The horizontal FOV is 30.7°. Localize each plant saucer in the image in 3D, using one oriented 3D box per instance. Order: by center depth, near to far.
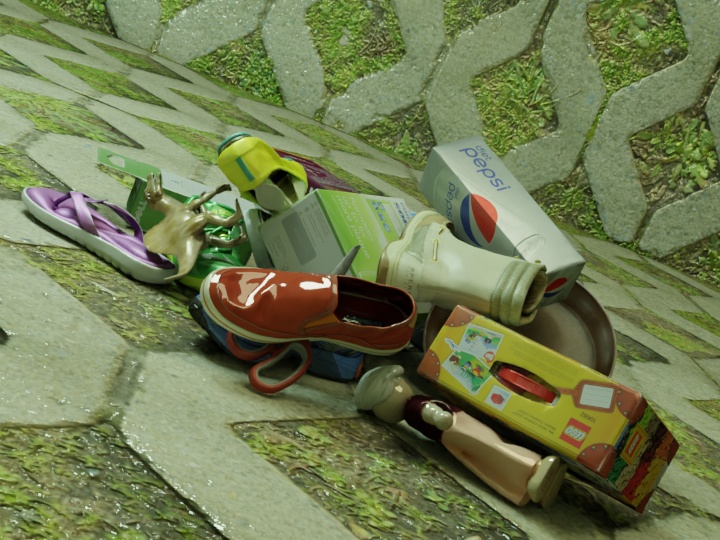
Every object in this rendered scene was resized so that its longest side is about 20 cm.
[{"bbox_3d":[0.165,0.082,1.369,0.200,0.200,0.035,27,-30,19],"label":"plant saucer"}]

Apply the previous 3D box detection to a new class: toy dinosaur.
[{"bbox_3d":[-0.165,-0.035,1.305,0.101,0.058,0.200,-17,36,-8],"label":"toy dinosaur"}]

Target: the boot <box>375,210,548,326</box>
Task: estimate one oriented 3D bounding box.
[{"bbox_3d":[0.111,-0.001,1.310,0.154,0.072,0.200,11,18,13],"label":"boot"}]

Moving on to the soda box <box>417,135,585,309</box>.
[{"bbox_3d":[0.146,-0.050,1.390,0.068,0.063,0.200,-16,56,-31],"label":"soda box"}]

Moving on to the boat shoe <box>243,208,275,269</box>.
[{"bbox_3d":[-0.081,-0.031,1.461,0.066,0.070,0.200,-16,-14,4],"label":"boat shoe"}]

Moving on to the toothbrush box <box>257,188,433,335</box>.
[{"bbox_3d":[0.000,0.000,1.397,0.200,0.086,0.146,4,59,-63],"label":"toothbrush box"}]

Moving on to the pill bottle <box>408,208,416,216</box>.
[{"bbox_3d":[0.086,0.003,1.651,0.112,0.112,0.200,12,17,-44],"label":"pill bottle"}]

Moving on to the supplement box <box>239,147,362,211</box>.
[{"bbox_3d":[-0.068,-0.071,1.680,0.086,0.110,0.200,13,15,-40],"label":"supplement box"}]

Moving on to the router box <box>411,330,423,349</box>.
[{"bbox_3d":[0.169,0.106,1.490,0.149,0.051,0.200,11,17,-40],"label":"router box"}]

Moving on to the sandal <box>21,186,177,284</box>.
[{"bbox_3d":[-0.261,-0.049,1.351,0.203,0.050,0.082,30,13,23],"label":"sandal"}]

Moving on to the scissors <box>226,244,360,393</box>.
[{"bbox_3d":[-0.041,0.043,1.193,0.073,0.014,0.200,45,47,12],"label":"scissors"}]

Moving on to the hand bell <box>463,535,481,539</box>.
[{"bbox_3d":[-0.040,0.181,0.730,0.200,0.104,0.104,10,11,2],"label":"hand bell"}]

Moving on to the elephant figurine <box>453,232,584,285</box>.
[{"bbox_3d":[0.197,0.018,1.490,0.200,0.142,0.155,40,56,10],"label":"elephant figurine"}]

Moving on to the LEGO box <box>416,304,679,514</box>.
[{"bbox_3d":[0.173,0.126,1.198,0.200,0.077,0.149,27,-9,35],"label":"LEGO box"}]

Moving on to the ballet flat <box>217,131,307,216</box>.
[{"bbox_3d":[-0.093,-0.086,1.362,0.067,0.067,0.200,55,6,16],"label":"ballet flat"}]

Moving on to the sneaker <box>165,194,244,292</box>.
[{"bbox_3d":[-0.159,-0.028,1.375,0.074,0.084,0.200,17,14,-32],"label":"sneaker"}]

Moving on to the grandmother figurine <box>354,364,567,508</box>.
[{"bbox_3d":[0.080,0.142,1.162,0.200,0.061,0.121,26,-16,26],"label":"grandmother figurine"}]

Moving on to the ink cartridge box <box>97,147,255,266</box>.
[{"bbox_3d":[-0.220,-0.075,1.530,0.200,0.059,0.104,20,12,-15],"label":"ink cartridge box"}]

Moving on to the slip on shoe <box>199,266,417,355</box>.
[{"bbox_3d":[-0.042,0.028,1.154,0.200,0.061,0.074,11,54,-17],"label":"slip on shoe"}]

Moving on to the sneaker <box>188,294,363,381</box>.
[{"bbox_3d":[-0.073,0.045,1.230,0.200,0.079,0.075,14,14,-40],"label":"sneaker"}]
